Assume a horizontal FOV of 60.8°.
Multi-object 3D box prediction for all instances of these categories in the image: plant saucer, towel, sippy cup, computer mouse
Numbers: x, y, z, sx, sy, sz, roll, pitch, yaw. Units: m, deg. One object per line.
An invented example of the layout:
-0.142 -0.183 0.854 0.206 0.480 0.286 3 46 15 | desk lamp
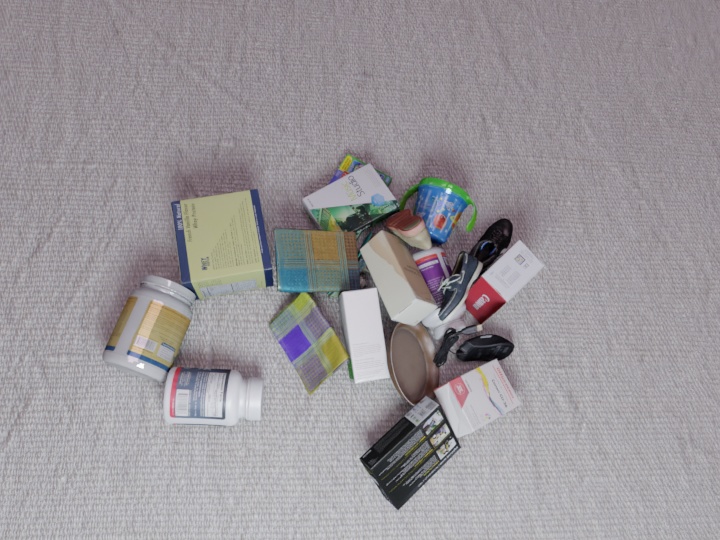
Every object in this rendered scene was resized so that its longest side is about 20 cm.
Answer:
0.114 0.208 1.373 0.032 0.200 0.202 -18 59 34 | plant saucer
-0.098 -0.022 1.393 0.198 0.022 0.148 1 76 -23 | towel
-0.118 0.160 1.378 0.143 0.023 0.201 -40 72 25 | towel
0.186 -0.140 1.510 0.139 0.177 0.131 28 80 -26 | sippy cup
0.267 0.158 1.409 0.198 0.141 0.046 -4 48 -13 | computer mouse

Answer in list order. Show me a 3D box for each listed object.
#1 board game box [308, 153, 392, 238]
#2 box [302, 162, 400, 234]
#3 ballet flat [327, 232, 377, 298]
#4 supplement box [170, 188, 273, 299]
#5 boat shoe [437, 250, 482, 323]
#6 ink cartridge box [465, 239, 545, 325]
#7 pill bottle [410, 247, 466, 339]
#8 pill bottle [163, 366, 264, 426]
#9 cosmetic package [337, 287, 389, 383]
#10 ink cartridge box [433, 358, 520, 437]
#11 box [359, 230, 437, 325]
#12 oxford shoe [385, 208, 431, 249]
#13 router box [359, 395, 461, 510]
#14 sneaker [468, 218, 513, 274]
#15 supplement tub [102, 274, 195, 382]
-0.024 -0.182 1.548 0.134 0.029 0.201 29 71 3 | board game box
-0.023 -0.160 1.496 0.199 0.036 0.145 -30 69 -11 | box
0.000 0.000 1.471 0.074 0.074 0.201 34 74 6 | ballet flat
-0.316 -0.058 1.417 0.198 0.134 0.202 -10 72 -10 | supplement box
0.211 0.033 1.359 0.062 0.075 0.201 39 56 -5 | boat shoe
0.306 0.046 1.415 0.175 0.200 0.084 -41 79 -18 | ink cartridge box
0.177 0.054 1.445 0.111 0.113 0.202 -16 74 -11 | pill bottle
-0.309 0.271 1.314 0.198 0.120 0.121 4 71 -6 | pill bottle
0.006 0.146 1.381 0.084 0.108 0.202 -8 82 -8 | cosmetic package
0.275 0.276 1.371 0.199 0.067 0.117 -18 73 -35 | ink cartridge box
0.084 0.017 1.378 0.078 0.095 0.201 -41 56 24 | box
0.111 -0.092 1.433 0.070 0.200 0.074 -34 109 1 | oxford shoe
0.110 0.390 1.312 0.200 0.051 0.150 -38 122 -17 | router box
0.327 -0.064 1.502 0.073 0.112 0.200 38 71 6 | sneaker
-0.453 0.126 1.333 0.143 0.145 0.202 19 70 0 | supplement tub
